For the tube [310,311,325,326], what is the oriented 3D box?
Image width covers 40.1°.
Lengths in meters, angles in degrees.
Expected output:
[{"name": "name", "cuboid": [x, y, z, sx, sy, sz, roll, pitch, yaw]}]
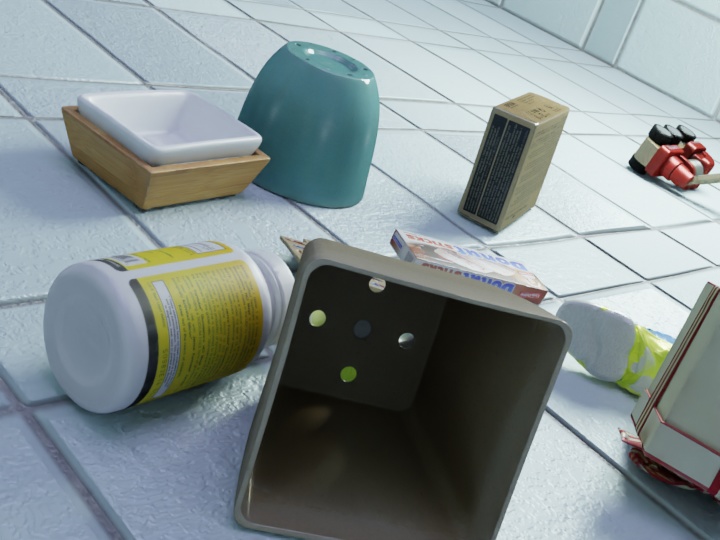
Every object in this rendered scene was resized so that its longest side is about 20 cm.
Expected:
[{"name": "tube", "cuboid": [-0.025, 0.024, 1.008, 0.059, 0.051, 0.199, 63, 27, 5]}]

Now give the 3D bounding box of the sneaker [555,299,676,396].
[{"name": "sneaker", "cuboid": [0.309, 0.094, 1.122, 0.198, 0.077, 0.105, 33, 13, 7]}]

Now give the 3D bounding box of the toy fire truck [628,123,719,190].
[{"name": "toy fire truck", "cuboid": [0.671, -0.208, 1.984, 0.174, 0.130, 0.201, -7, 48, -47]}]

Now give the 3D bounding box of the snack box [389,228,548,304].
[{"name": "snack box", "cuboid": [0.133, -0.003, 1.205, 0.197, 0.025, 0.072, 13, 25, -27]}]

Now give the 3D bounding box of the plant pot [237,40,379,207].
[{"name": "plant pot", "cuboid": [-0.063, -0.202, 1.302, 0.197, 0.163, 0.201, 18, 25, -8]}]

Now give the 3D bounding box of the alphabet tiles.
[{"name": "alphabet tiles", "cuboid": [0.000, 0.000, 1.053, 0.163, 0.006, 0.200, 16, 8, -16]}]

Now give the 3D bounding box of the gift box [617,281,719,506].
[{"name": "gift box", "cuboid": [0.351, 0.132, 0.913, 0.182, 0.189, 0.200, 29, 10, 13]}]

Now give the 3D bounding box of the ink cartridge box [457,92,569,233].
[{"name": "ink cartridge box", "cuboid": [0.228, -0.164, 1.452, 0.074, 0.167, 0.199, 25, 24, 17]}]

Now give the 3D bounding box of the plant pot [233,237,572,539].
[{"name": "plant pot", "cuboid": [0.016, 0.080, 0.767, 0.196, 0.204, 0.177, 14, 15, -14]}]

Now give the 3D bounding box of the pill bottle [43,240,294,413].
[{"name": "pill bottle", "cuboid": [-0.144, 0.038, 0.799, 0.112, 0.114, 0.198, 35, 27, 29]}]

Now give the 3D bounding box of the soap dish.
[{"name": "soap dish", "cuboid": [-0.224, -0.142, 1.143, 0.156, 0.082, 0.199, 34, 27, 25]}]

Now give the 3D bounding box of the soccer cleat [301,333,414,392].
[{"name": "soccer cleat", "cuboid": [0.013, 0.076, 0.937, 0.198, 0.066, 0.083, -8, 7, -40]}]
